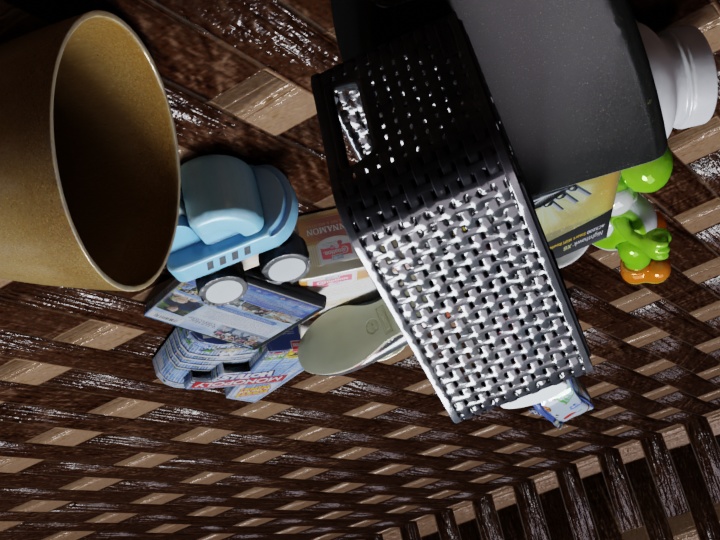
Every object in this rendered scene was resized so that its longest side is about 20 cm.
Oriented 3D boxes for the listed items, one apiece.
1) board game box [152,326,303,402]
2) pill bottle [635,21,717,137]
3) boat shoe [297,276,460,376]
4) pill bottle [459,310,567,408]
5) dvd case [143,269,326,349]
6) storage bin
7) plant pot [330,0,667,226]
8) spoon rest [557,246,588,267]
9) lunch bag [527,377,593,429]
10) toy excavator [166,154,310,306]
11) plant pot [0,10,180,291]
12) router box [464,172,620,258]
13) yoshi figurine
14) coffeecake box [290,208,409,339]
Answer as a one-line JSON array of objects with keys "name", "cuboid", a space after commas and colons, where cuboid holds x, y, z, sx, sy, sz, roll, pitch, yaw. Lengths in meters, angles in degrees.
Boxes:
[{"name": "board game box", "cuboid": [-0.154, 0.113, 1.506, 0.197, 0.063, 0.200, -4, 156, -28]}, {"name": "pill bottle", "cuboid": [0.195, -0.147, 1.011, 0.196, 0.115, 0.113, -12, 160, -7]}, {"name": "boat shoe", "cuboid": [0.022, 0.061, 1.281, 0.198, 0.072, 0.062, -29, 158, 23]}, {"name": "pill bottle", "cuboid": [0.173, 0.052, 1.381, 0.109, 0.203, 0.111, -13, 159, -5]}, {"name": "dvd case", "cuboid": [-0.139, 0.039, 1.273, 0.141, 0.018, 0.199, 18, 156, -22]}, {"name": "storage bin", "cuboid": [0.056, -0.026, 0.684, 0.092, 0.136, 0.201, -21, 134, 9]}, {"name": "plant pot", "cuboid": [0.074, -0.173, 0.765, 0.196, 0.203, 0.178, -16, 148, 4]}, {"name": "spoon rest", "cuboid": [0.169, -0.040, 1.317, 0.196, 0.101, 0.061, -10, -157, -6]}, {"name": "lunch bag", "cuboid": [0.237, 0.112, 1.583, 0.075, 0.202, 0.160, -28, 157, 12]}, {"name": "toy excavator", "cuboid": [-0.160, -0.056, 1.049, 0.192, 0.101, 0.201, -20, 146, 8]}, {"name": "plant pot", "cuboid": [-0.254, -0.071, 0.830, 0.196, 0.190, 0.186, -6, 162, 15]}, {"name": "router box", "cuboid": [0.157, -0.069, 1.138, 0.197, 0.052, 0.159, -22, 140, -19]}, {"name": "yoshi figurine", "cuboid": [0.301, -0.075, 1.268, 0.112, 0.112, 0.200, -50, 140, -10]}, {"name": "coffeecake box", "cuboid": [0.000, 0.000, 1.306, 0.151, 0.074, 0.201, -11, 159, -7]}]
